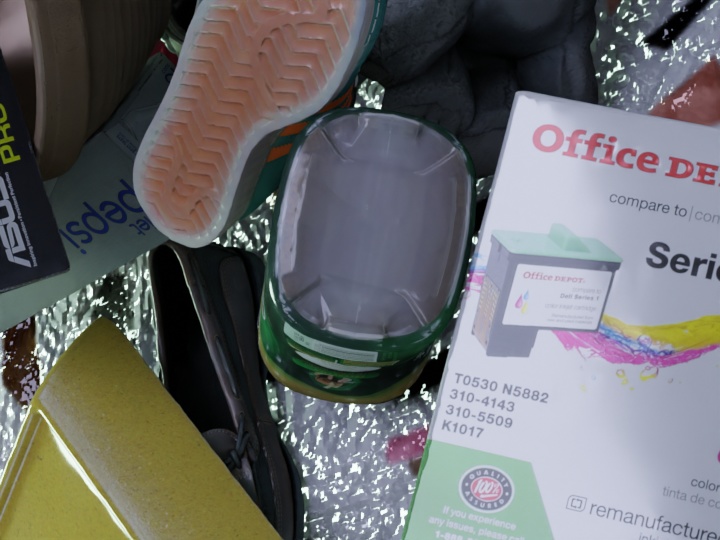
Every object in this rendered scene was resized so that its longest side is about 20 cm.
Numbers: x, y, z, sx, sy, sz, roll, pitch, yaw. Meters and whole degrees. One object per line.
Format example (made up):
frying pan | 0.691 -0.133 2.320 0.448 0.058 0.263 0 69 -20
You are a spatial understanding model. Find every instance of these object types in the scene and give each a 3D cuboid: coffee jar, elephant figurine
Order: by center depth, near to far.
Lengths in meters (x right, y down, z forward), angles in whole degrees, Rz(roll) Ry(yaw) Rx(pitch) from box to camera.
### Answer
coffee jar | 0.000 0.000 1.213 0.085 0.200 0.104 10 79 -2
elephant figurine | 0.025 -0.142 1.289 0.155 0.142 0.200 -30 35 -5

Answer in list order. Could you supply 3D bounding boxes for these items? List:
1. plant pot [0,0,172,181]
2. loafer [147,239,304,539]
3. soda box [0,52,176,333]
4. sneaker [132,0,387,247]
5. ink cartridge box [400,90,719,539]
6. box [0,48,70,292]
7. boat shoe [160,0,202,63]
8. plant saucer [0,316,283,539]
plant pot | -0.150 -0.146 1.280 0.201 0.093 0.201 46 146 45
loafer | -0.076 0.077 1.329 0.072 0.063 0.200 -23 61 30
soda box | -0.146 -0.035 1.380 0.200 0.068 0.063 -26 25 48
sneaker | -0.034 -0.091 1.190 0.071 0.080 0.200 46 139 5
ink cartridge box | 0.115 0.038 1.135 0.145 0.084 0.200 12 82 16
box | -0.210 -0.060 1.299 0.200 0.044 0.160 -12 95 66
boat shoe | -0.066 -0.126 1.311 0.200 0.062 0.072 130 142 -67
plant saucer | -0.131 0.157 1.318 0.200 0.048 0.200 48 126 40
